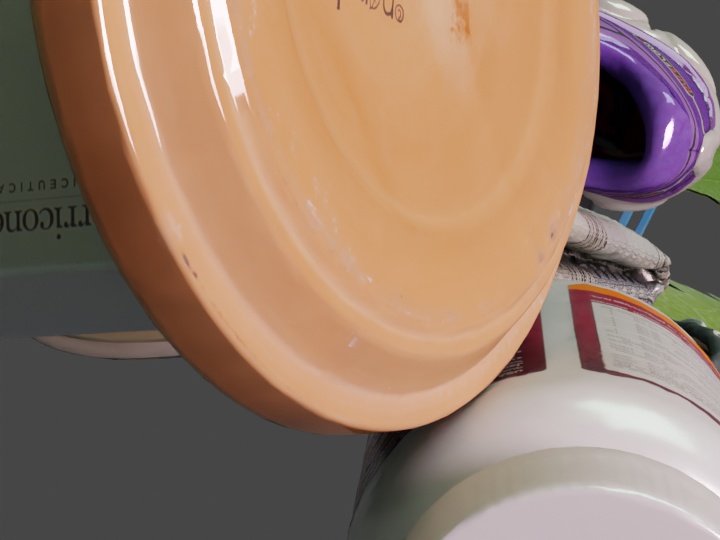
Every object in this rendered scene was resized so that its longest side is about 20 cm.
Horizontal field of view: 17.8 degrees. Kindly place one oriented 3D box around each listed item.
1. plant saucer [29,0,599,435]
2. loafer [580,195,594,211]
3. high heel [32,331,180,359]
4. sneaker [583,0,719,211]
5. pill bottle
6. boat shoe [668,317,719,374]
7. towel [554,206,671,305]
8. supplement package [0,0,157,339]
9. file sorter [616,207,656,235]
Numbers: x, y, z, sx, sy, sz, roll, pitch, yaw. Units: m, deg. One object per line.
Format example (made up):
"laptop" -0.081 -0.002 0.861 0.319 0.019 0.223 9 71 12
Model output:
"plant saucer" 0.003 -0.065 0.500 0.032 0.201 0.200 -5 -8 33
"loafer" 0.006 -0.054 0.913 0.200 0.068 0.070 22 10 39
"high heel" -0.096 -0.028 0.789 0.200 0.072 0.143 20 15 11
"sneaker" 0.017 -0.077 0.710 0.200 0.081 0.083 20 9 9
"pill bottle" 0.051 0.071 0.573 0.109 0.110 0.200 26 11 -1
"boat shoe" 0.097 0.041 0.825 0.060 0.076 0.200 55 -12 -16
"towel" -0.007 -0.037 0.747 0.192 0.035 0.200 23 6 21
"supplement package" -0.084 -0.042 0.577 0.200 0.111 0.156 -5 -7 32
"file sorter" 0.052 -0.060 1.137 0.200 0.123 0.139 28 12 9
